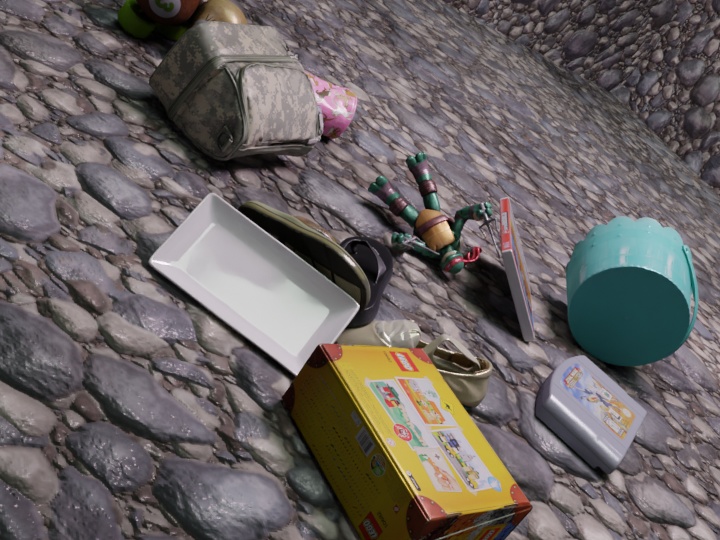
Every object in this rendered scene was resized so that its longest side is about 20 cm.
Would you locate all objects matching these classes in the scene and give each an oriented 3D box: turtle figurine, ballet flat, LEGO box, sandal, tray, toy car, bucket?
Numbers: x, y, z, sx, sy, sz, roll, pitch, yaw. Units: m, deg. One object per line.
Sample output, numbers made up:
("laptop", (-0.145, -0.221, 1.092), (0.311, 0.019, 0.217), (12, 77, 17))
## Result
("turtle figurine", (0.102, -0.064, 1.274), (0.149, 0.101, 0.201), (-26, 67, -16))
("ballet flat", (0.064, 0.090, 0.995), (0.198, 0.070, 0.070), (25, 27, -22))
("LEGO box", (0.040, 0.165, 0.823), (0.148, 0.077, 0.201), (8, 37, -44))
("sandal", (-0.058, -0.026, 0.982), (0.057, 0.080, 0.200), (-22, 46, -40))
("tray", (-0.108, 0.017, 0.915), (0.199, 0.022, 0.108), (37, 61, 3))
("toy car", (-0.226, -0.360, 1.314), (0.201, 0.164, 0.157), (53, 28, 8))
("bucket", (0.409, 0.037, 1.362), (0.206, 0.208, 0.135), (33, 35, -4))
("sandal", (0.001, 0.000, 1.047), (0.075, 0.043, 0.201), (-3, 25, 3))

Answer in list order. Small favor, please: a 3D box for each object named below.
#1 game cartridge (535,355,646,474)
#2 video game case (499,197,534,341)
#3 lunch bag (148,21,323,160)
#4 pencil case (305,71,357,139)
("game cartridge", (0.301, 0.180, 1.172), (0.133, 0.042, 0.200), (46, 27, 11))
("video game case", (0.230, -0.007, 1.319), (0.200, 0.017, 0.144), (-74, 148, -63))
("lunch bag", (-0.153, -0.226, 1.196), (0.169, 0.139, 0.199), (59, 31, 9))
("pencil case", (-0.105, -0.280, 1.395), (0.198, 0.083, 0.087), (22, 22, -26))
